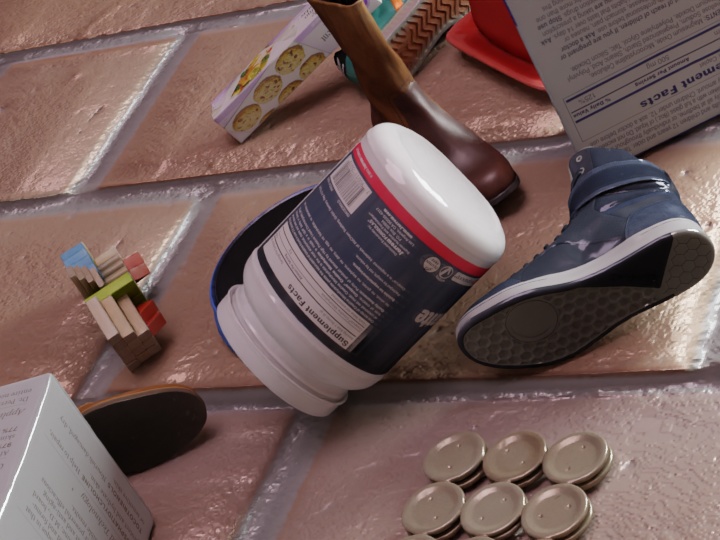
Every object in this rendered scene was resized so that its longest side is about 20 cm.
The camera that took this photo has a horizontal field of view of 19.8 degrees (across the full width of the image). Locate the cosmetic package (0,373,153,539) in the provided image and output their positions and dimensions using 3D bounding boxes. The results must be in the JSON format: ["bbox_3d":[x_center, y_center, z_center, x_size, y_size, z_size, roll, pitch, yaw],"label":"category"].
[{"bbox_3d":[-0.280,0.216,1.527,0.166,0.167,0.201,-14,36,22],"label":"cosmetic package"}]

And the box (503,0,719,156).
[{"bbox_3d":[0.220,-0.211,1.673,0.183,0.201,0.105,-26,32,6],"label":"box"}]

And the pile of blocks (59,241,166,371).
[{"bbox_3d":[-0.218,0.008,1.828,0.062,0.082,0.200,-33,33,-5],"label":"pile of blocks"}]

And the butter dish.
[{"bbox_3d":[0.173,-0.282,1.850,0.199,0.148,0.200,-36,34,-11],"label":"butter dish"}]

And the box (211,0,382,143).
[{"bbox_3d":[-0.063,-0.207,1.972,0.200,0.041,0.039,-43,29,17],"label":"box"}]

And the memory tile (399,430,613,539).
[{"bbox_3d":[0.086,0.188,1.421,0.152,0.017,0.201,-4,41,33],"label":"memory tile"}]

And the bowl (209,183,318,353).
[{"bbox_3d":[-0.039,-0.004,1.747,0.199,0.040,0.201,-20,35,15],"label":"bowl"}]

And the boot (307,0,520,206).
[{"bbox_3d":[0.043,-0.153,1.732,0.068,0.201,0.188,-34,33,-7],"label":"boot"}]

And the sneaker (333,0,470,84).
[{"bbox_3d":[0.050,-0.255,1.978,0.080,0.072,0.200,20,59,44],"label":"sneaker"}]

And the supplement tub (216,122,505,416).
[{"bbox_3d":[0.000,0.000,1.579,0.200,0.140,0.141,-45,30,16],"label":"supplement tub"}]

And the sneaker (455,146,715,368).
[{"bbox_3d":[0.157,-0.013,1.570,0.201,0.077,0.147,-24,37,5],"label":"sneaker"}]

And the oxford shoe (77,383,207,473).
[{"bbox_3d":[-0.214,0.128,1.683,0.199,0.072,0.071,-20,29,17],"label":"oxford shoe"}]
